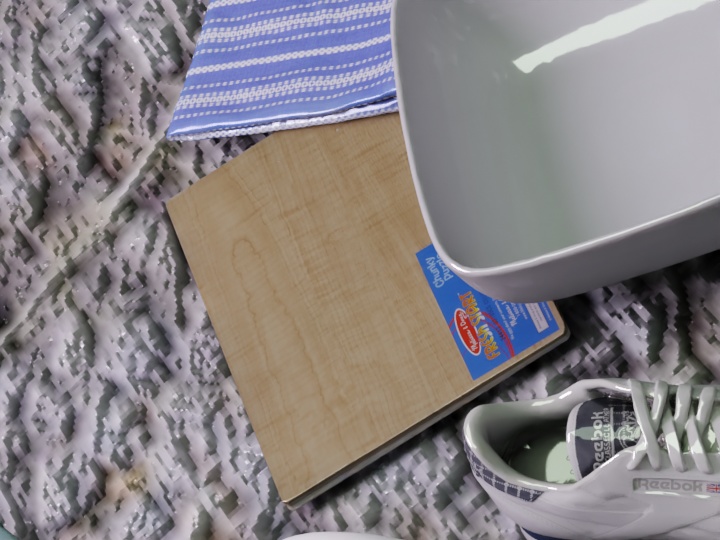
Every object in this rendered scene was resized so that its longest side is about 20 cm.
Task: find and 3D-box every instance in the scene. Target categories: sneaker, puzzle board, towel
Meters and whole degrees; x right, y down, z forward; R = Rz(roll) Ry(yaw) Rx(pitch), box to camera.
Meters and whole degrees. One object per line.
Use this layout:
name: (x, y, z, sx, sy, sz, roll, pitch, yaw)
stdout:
sneaker: (0.139, 0.076, 1.060, 0.200, 0.081, 0.077, -9, 55, 25)
puzzle board: (0.000, 0.000, 1.238, 0.151, 0.017, 0.200, -32, 50, 8)
towel: (-0.016, -0.156, 1.334, 0.145, 0.024, 0.200, -7, 53, 31)

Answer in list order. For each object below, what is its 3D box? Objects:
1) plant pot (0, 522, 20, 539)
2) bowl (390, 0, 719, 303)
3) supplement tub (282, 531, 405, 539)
plant pot: (-0.179, 0.216, 1.097, 0.196, 0.200, 0.200, -47, 48, -14)
bowl: (0.122, -0.079, 1.170, 0.200, 0.075, 0.200, -21, 51, 14)
supplement tub: (-0.004, 0.215, 1.021, 0.132, 0.132, 0.200, 0, 60, 32)
